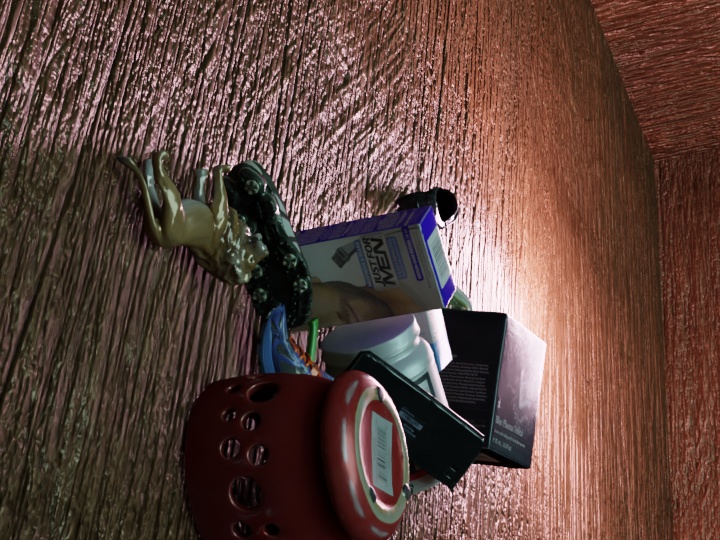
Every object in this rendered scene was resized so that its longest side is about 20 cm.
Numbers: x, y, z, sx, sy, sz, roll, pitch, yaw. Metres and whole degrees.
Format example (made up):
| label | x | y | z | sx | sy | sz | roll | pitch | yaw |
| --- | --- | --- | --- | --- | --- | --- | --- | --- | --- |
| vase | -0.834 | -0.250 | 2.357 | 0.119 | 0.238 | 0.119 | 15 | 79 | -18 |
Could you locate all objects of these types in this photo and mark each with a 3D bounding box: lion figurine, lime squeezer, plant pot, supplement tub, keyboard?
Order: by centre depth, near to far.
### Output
| label | x | y | z | sx | sy | sz | roll | pitch | yaw |
| --- | --- | --- | --- | --- | --- | --- | --- | --- | --- |
| lion figurine | -0.176 | -0.050 | 1.440 | 0.199 | 0.072 | 0.124 | 6 | 82 | -53 |
| plant pot | -0.059 | 0.199 | 1.450 | 0.200 | 0.181 | 0.202 | 41 | 43 | -54 |
| lime squeezer | -0.051 | 0.162 | 1.669 | 0.071 | 0.037 | 0.201 | -50 | 128 | -58 |
| keyboard | 0.042 | 0.196 | 1.676 | 0.200 | 0.127 | 0.021 | 38 | 1 | -15 |
| supplement tub | 0.036 | 0.166 | 1.750 | 0.140 | 0.139 | 0.201 | -51 | 127 | -62 |

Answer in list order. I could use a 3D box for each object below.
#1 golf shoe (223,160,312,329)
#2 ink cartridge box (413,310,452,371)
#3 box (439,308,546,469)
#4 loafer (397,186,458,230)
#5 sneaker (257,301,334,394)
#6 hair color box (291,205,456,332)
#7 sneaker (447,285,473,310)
| label | x | y | z | sx | sy | sz | roll | pitch | yaw |
| --- | --- | --- | --- | --- | --- | --- | --- | --- | --- |
| golf shoe | -0.097 | -0.032 | 1.603 | 0.088 | 0.077 | 0.201 | -64 | 139 | -67 |
| ink cartridge box | 0.040 | 0.038 | 1.850 | 0.067 | 0.115 | 0.202 | -30 | 108 | -67 |
| box | 0.183 | 0.178 | 2.091 | 0.197 | 0.117 | 0.202 | 33 | 63 | -61 |
| loafer | 0.120 | -0.094 | 2.171 | 0.200 | 0.070 | 0.069 | -7 | 87 | -68 |
| sneaker | -0.064 | 0.124 | 1.585 | 0.075 | 0.078 | 0.201 | -95 | 169 | -69 |
| hair color box | 0.000 | 0.000 | 1.654 | 0.065 | 0.199 | 0.110 | -54 | 130 | -59 |
| sneaker | 0.103 | 0.049 | 2.102 | 0.089 | 0.077 | 0.200 | -58 | 145 | -15 |
